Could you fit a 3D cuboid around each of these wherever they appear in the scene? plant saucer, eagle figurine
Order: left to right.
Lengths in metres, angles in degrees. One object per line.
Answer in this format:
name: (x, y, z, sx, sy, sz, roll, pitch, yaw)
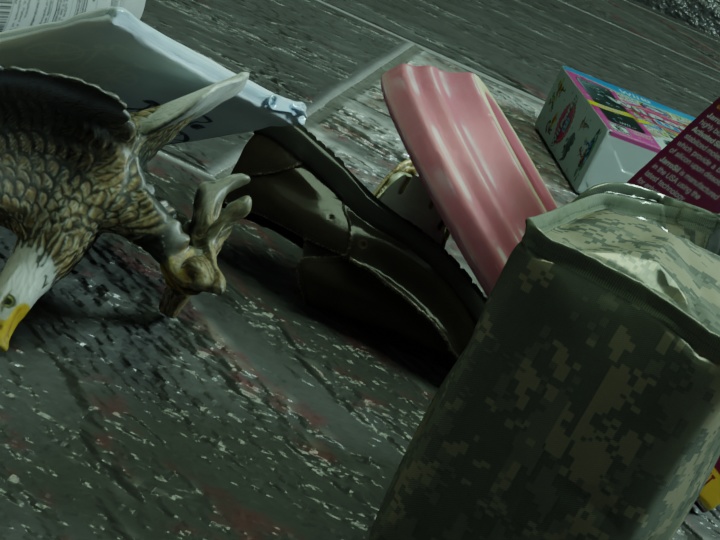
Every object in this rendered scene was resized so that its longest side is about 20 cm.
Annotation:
eagle figurine: (-0.154, -0.038, 0.869, 0.200, 0.152, 0.151, 25, 36, -11)
plant saucer: (0.081, -0.036, 1.106, 0.201, 0.051, 0.201, 58, 8, -13)

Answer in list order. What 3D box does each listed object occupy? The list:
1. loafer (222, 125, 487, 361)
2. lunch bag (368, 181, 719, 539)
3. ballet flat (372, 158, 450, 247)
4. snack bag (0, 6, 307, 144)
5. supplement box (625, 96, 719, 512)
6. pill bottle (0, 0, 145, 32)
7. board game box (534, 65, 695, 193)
loafer: (0.000, 0.000, 1.069, 0.200, 0.071, 0.073, 42, -6, 19)
lunch bag: (0.103, 0.057, 0.841, 0.117, 0.164, 0.200, 31, 18, 14)
ballet flat: (0.027, -0.033, 1.186, 0.070, 0.065, 0.200, 24, 17, -1)
snack bag: (-0.152, -0.088, 0.947, 0.200, 0.021, 0.189, -8, -14, 26)
supplement box: (0.200, 0.004, 1.010, 0.131, 0.200, 0.103, 48, -2, -38)
pill bottle: (-0.229, -0.182, 1.223, 0.113, 0.114, 0.200, 30, 18, 22)
board game box: (0.244, -0.101, 1.679, 0.147, 0.064, 0.200, 20, 16, -13)
